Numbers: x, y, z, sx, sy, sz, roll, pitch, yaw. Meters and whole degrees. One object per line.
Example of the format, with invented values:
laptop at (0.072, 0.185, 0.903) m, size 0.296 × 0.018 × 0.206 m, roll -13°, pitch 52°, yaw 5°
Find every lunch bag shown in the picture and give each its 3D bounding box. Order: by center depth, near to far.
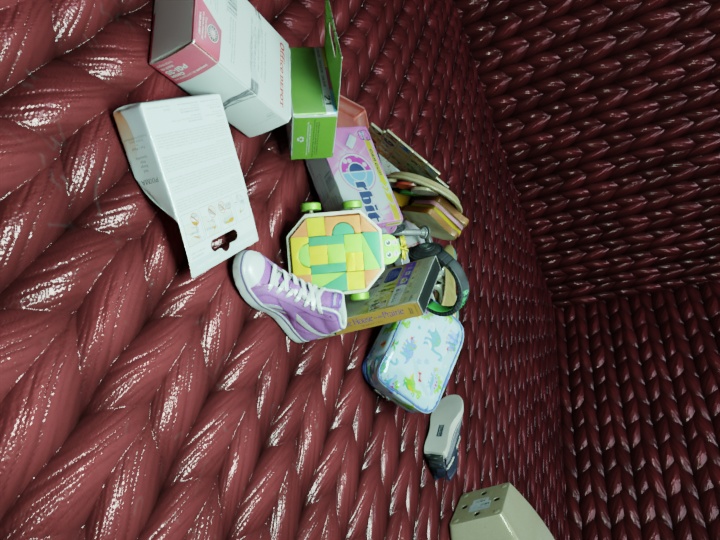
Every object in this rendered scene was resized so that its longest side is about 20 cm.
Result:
lunch bag at (0.106, 0.159, 1.084) m, size 0.160 × 0.082 × 0.203 m, roll 35°, pitch 66°, yaw -19°

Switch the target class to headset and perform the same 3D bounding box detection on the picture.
headset at (0.117, -0.009, 1.031) m, size 0.093 × 0.199 × 0.125 m, roll -34°, pitch 155°, yaw -38°

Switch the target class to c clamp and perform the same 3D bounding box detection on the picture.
c clamp at (0.092, -0.052, 1.131) m, size 0.197 × 0.027 × 0.175 m, roll 4°, pitch 78°, yaw -47°

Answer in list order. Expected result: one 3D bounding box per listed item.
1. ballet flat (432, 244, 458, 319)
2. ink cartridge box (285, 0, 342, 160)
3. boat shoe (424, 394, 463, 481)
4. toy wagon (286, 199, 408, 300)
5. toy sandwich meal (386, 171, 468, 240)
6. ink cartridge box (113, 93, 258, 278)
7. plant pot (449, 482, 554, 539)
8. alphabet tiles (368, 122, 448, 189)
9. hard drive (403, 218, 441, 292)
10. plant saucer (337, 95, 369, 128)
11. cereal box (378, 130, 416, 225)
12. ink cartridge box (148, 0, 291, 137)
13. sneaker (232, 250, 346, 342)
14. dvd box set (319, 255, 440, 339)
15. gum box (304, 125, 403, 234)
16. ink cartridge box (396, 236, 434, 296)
ballet flat at (0.175, 0.026, 1.226) m, size 0.069 × 0.062 × 0.204 m, roll 119°, pitch -23°, yaw -55°
ink cartridge box at (-0.080, -0.296, 0.877) m, size 0.201 × 0.074 × 0.151 m, roll 102°, pitch -20°, yaw -60°
boat shoe at (0.197, 0.385, 1.306) m, size 0.201 × 0.073 × 0.094 m, roll -52°, pitch 132°, yaw -49°
toy wagon at (-0.018, -0.031, 0.899) m, size 0.040 × 0.195 × 0.159 m, roll -172°, pitch -103°, yaw -83°
toy sandwich meal at (0.125, -0.134, 1.189) m, size 0.204 × 0.202 × 0.072 m, roll 33°, pitch 78°, yaw -56°
ink cartridge box at (-0.208, -0.111, 0.715) m, size 0.162 × 0.049 × 0.205 m, roll -44°, pitch 126°, yaw -62°
plant pot at (0.312, 0.615, 1.308) m, size 0.180 × 0.197 × 0.199 m, roll 65°, pitch 26°, yaw 1°
alphabet tiles at (0.092, -0.224, 1.162) m, size 0.199 × 0.006 × 0.166 m, roll 39°, pitch -4°, yaw -5°
hard drive at (0.159, -0.028, 1.369) m, size 0.131 × 0.026 × 0.203 m, roll 32°, pitch 30°, yaw -57°
plant saucer at (-0.026, -0.248, 1.154) m, size 0.199 × 0.036 × 0.205 m, roll -4°, pitch 83°, yaw -66°
cereal box at (0.099, -0.220, 1.370) m, size 0.143 × 0.039 × 0.205 m, roll 15°, pitch 58°, yaw -62°
ink cartridge box at (-0.185, -0.301, 0.790) m, size 0.199 × 0.081 × 0.150 m, roll 31°, pitch 52°, yaw -57°
sneaker at (-0.087, 0.028, 0.812) m, size 0.201 × 0.112 × 0.074 m, roll 47°, pitch 40°, yaw -45°
dvd box set at (0.027, 0.044, 0.940) m, size 0.030 × 0.196 × 0.147 m, roll 63°, pitch 28°, yaw -20°
gum box at (-0.013, -0.148, 0.997) m, size 0.112 × 0.066 × 0.204 m, roll -12°, pitch 74°, yaw -35°
ink cartridge box at (0.093, 0.031, 1.219) m, size 0.144 × 0.083 × 0.205 m, roll -22°, pitch 98°, yaw -64°
